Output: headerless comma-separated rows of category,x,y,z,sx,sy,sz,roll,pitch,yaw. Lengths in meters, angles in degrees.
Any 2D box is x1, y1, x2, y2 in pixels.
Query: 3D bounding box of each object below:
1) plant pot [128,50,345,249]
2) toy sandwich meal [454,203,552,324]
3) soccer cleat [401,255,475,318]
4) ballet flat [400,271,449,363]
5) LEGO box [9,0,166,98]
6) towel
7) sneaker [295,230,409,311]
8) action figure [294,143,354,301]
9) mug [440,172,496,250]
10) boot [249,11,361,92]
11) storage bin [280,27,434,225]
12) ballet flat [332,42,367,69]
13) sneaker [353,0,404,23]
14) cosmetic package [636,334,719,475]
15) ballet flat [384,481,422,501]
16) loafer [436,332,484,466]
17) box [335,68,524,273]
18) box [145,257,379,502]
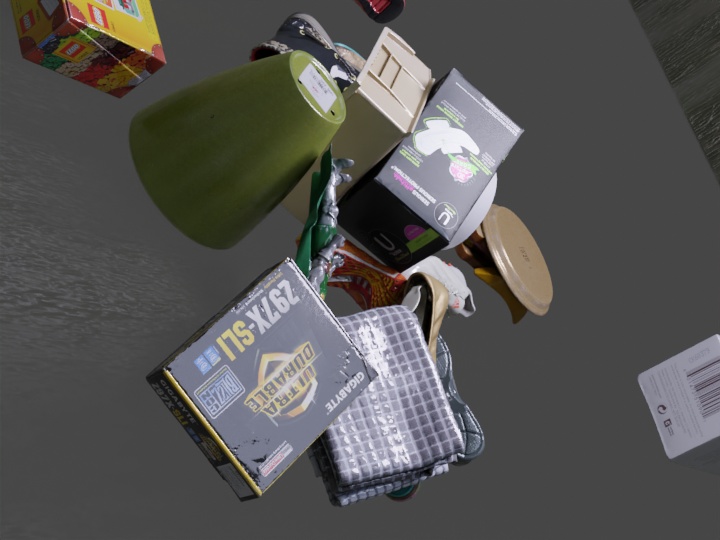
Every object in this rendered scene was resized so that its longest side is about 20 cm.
plant pot,-0.121,-0.153,1.651,0.187,0.200,0.187,40,31,-31
toy sandwich meal,0.213,-0.013,2.230,0.205,0.070,0.205,46,28,-33
soccer cleat,0.102,0.025,1.980,0.078,0.069,0.200,54,18,18
ballet flat,0.058,0.092,1.806,0.063,0.068,0.200,47,45,-45
LEGO box,-0.308,-0.308,1.631,0.149,0.077,0.200,20,46,-51
towel,0.010,0.143,1.629,0.165,0.086,0.200,-11,69,-30
sneaker,0.000,0.000,1.846,0.200,0.073,0.077,38,16,-43
action figure,-0.043,-0.023,1.620,0.118,0.055,0.201,97,4,-70
mug,0.069,-0.109,2.007,0.175,0.147,0.201,30,54,-31
boot,-0.057,-0.246,2.006,0.204,0.073,0.154,50,30,-5
storage bin,-0.017,-0.178,1.840,0.094,0.200,0.199,41,30,-11
ballet flat,0.002,-0.272,2.160,0.200,0.070,0.066,14,76,-51
sneaker,-0.015,-0.462,2.328,0.200,0.074,0.087,35,21,-46
cosmetic package,0.605,0.231,2.525,0.200,0.165,0.165,22,44,-49
ballet flat,0.027,0.173,1.724,0.071,0.069,0.200,59,8,-71
loafer,0.088,0.153,1.859,0.072,0.063,0.200,-18,71,-20
box,0.080,-0.120,1.850,0.124,0.148,0.200,40,61,-9
box,-0.095,0.107,1.501,0.160,0.049,0.200,53,54,-7
